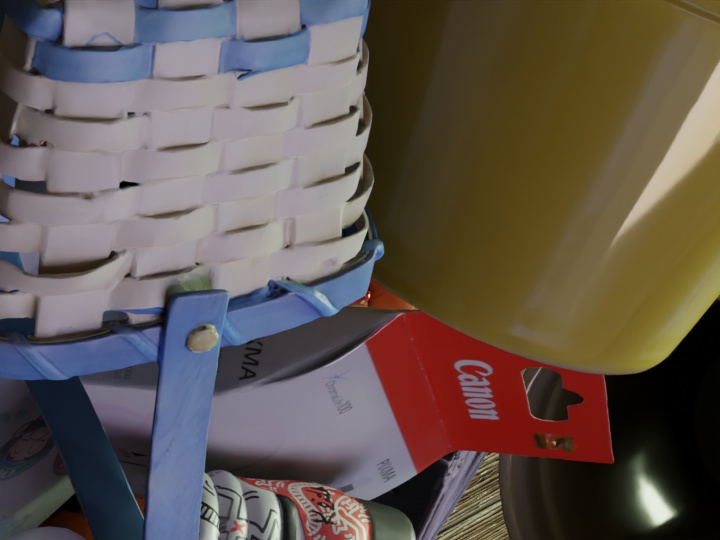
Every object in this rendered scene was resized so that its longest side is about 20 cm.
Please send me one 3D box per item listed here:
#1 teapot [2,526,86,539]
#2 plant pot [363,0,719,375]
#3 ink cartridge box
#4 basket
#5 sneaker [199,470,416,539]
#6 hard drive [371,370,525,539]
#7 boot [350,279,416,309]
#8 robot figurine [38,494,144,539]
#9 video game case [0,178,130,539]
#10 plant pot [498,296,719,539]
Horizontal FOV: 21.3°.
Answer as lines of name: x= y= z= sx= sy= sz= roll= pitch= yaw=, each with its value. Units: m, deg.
teapot: x=-0.196 y=0.193 z=0.733 sx=0.146 sy=0.200 sz=0.198 roll=-9 pitch=97 yaw=-57
plant pot: x=0.080 y=-0.078 z=0.609 sx=0.201 sy=0.201 sz=0.189 roll=-4 pitch=124 yaw=-55
ink cartridge box: x=-0.009 y=0.059 z=0.738 sx=0.163 sy=0.200 sz=0.057 roll=68 pitch=33 yaw=-65
basket: x=-0.078 y=-0.031 z=0.544 sx=0.139 sy=0.176 sz=0.200 roll=-14 pitch=133 yaw=-24
sneaker: x=-0.058 y=0.174 z=0.725 sx=0.108 sy=0.067 sz=0.202 roll=17 pitch=88 yaw=-24
hard drive: x=0.062 y=0.060 z=0.986 sx=0.200 sy=0.038 sz=0.140 roll=-54 pitch=169 yaw=-39
boot: x=-0.012 y=-0.037 z=0.709 sx=0.075 sy=0.107 sz=0.200 roll=-34 pitch=154 yaw=-13
robot figurine: x=-0.124 y=0.173 z=0.876 sx=0.200 sy=0.117 sz=0.144 roll=-41 pitch=152 yaw=-23
video game case: x=-0.145 y=0.052 z=0.763 sx=0.182 sy=0.024 sz=0.200 roll=-42 pitch=157 yaw=3
plant pot: x=0.192 y=0.093 z=0.960 sx=0.200 sy=0.200 sz=0.174 roll=-52 pitch=164 yaw=24
